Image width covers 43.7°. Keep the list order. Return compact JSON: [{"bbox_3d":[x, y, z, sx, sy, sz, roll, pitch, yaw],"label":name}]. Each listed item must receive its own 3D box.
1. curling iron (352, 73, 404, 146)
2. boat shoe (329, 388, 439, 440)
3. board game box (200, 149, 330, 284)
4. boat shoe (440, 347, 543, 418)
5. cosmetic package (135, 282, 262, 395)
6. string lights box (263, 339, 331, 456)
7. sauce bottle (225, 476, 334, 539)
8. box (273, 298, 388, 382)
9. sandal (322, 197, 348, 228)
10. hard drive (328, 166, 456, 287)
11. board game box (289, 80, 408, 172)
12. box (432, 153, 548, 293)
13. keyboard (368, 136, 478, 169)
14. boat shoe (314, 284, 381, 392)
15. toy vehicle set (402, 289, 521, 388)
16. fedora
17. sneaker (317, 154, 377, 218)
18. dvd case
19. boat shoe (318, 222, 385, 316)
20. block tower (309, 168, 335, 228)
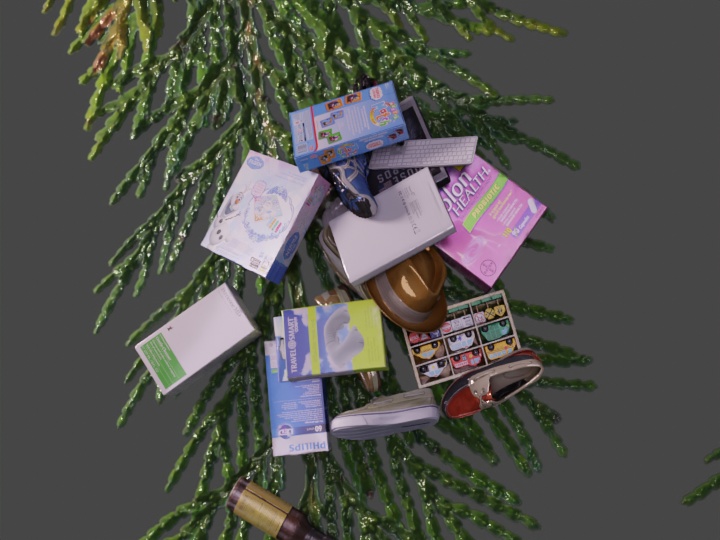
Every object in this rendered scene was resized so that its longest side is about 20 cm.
[{"bbox_3d":[0.037,-0.291,1.636,0.049,0.026,0.202,-26,54,-3],"label":"curling iron"},{"bbox_3d":[0.041,0.255,1.595,0.196,0.072,0.063,-7,58,-2],"label":"boat shoe"},{"bbox_3d":[-0.172,-0.099,1.603,0.198,0.043,0.202,23,85,42],"label":"board game box"},{"bbox_3d":[0.230,0.205,1.572,0.198,0.063,0.072,-30,109,6],"label":"boat shoe"},{"bbox_3d":[-0.288,0.124,1.612,0.199,0.085,0.108,-36,81,-1],"label":"cosmetic package"},{"bbox_3d":[-0.112,0.224,1.602,0.101,0.059,0.204,-6,82,3],"label":"string lights box"},{"bbox_3d":[-0.140,0.438,1.573,0.198,0.065,0.065,31,85,7],"label":"sauce bottle"},{"bbox_3d":[-0.055,0.122,1.553,0.196,0.048,0.124,-8,75,6],"label":"box"},{"bbox_3d":[0.018,-0.136,1.650,0.201,0.050,0.083,-30,67,11],"label":"sandal"},{"bbox_3d":[0.052,-0.074,1.524,0.198,0.027,0.133,-28,58,11],"label":"hard drive"},{"bbox_3d":[-0.023,-0.254,1.571,0.197,0.037,0.153,-17,41,5],"label":"board game box"},{"bbox_3d":[0.202,-0.093,1.608,0.199,0.097,0.177,37,86,7],"label":"box"},{"bbox_3d":[0.108,-0.205,1.568,0.197,0.011,0.057,0,66,27],"label":"keyboard"},{"bbox_3d":[-0.027,0.130,1.602,0.075,0.072,0.203,-20,72,-13],"label":"boat shoe"},{"bbox_3d":[0.181,0.124,1.616,0.197,0.027,0.126,-17,82,1],"label":"toy vehicle set"},{"bbox_3d":[0.093,0.009,1.557,0.202,0.200,0.082,51,131,7],"label":"fedora"},{"bbox_3d":[-0.016,-0.169,1.556,0.076,0.076,0.201,-26,51,-10],"label":"sneaker"},{"bbox_3d":[0.063,-0.203,1.611,0.149,0.025,0.202,-28,56,12],"label":"dvd case"},{"bbox_3d":[0.000,0.000,1.619,0.074,0.068,0.201,-37,91,-23],"label":"boat shoe"},{"bbox_3d":[-0.085,-0.138,1.650,0.057,0.054,0.202,34,86,6],"label":"block tower"}]
